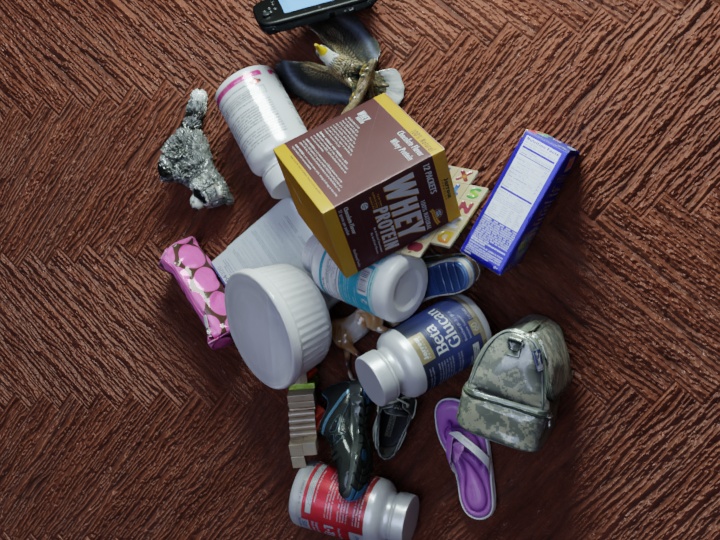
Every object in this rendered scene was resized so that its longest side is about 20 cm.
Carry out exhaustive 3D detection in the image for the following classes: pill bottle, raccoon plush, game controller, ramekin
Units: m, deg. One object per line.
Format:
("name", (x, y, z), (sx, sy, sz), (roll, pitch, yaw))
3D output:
("pill bottle", (-0.150, -0.228, 1.560), (0.113, 0.113, 0.201), (-33, 76, 21))
("pill bottle", (-0.009, 0.390, 1.560), (0.199, 0.112, 0.113), (10, 98, 22))
("raccoon plush", (-0.266, -0.204, 1.635), (0.133, 0.097, 0.201), (20, 101, 12))
("pill bottle", (0.000, 0.000, 1.474), (0.199, 0.110, 0.111), (23, 103, 38))
("game controller", (-0.072, -0.428, 1.502), (0.199, 0.042, 0.105), (-16, 46, -5))
("ramekin", (-0.128, 0.082, 1.515), (0.202, 0.094, 0.203), (33, 133, 43))
("pill bottle", (0.095, 0.125, 1.443), (0.199, 0.111, 0.111), (-28, 82, -22))

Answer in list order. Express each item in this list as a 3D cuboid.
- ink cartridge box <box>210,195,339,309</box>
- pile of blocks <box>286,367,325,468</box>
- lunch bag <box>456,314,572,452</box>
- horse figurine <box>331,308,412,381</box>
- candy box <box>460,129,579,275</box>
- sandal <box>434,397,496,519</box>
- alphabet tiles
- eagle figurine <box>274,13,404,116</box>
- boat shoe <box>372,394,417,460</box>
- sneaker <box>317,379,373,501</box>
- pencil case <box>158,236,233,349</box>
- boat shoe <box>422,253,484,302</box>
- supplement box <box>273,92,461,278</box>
("ink cartridge box", (-0.131, 0.005, 1.618), (0.200, 0.043, 0.197), (-38, 82, 22))
("pile of blocks", (-0.087, 0.231, 1.597), (0.062, 0.082, 0.201), (-5, 77, 8))
("lunch bag", (0.236, 0.156, 1.395), (0.139, 0.200, 0.169), (14, 101, 20))
("horse figurine", (0.009, 0.105, 1.565), (0.200, 0.050, 0.133), (-33, 88, 23))
("candy box", (0.239, -0.104, 1.389), (0.077, 0.169, 0.201), (32, 104, 13))
("sandal", (0.172, 0.303, 1.513), (0.082, 0.050, 0.204), (-21, 86, 22))
("alphabet tiles", (0.095, -0.097, 1.451), (0.166, 0.200, 0.006), (15, 143, 31))
("eagle figurine", (-0.036, -0.333, 1.523), (0.151, 0.151, 0.200), (-28, 41, -15))
("boat shoe", (0.063, 0.212, 1.526), (0.070, 0.064, 0.201), (9, 109, -2))
("sneaker", (-0.025, 0.277, 1.534), (0.081, 0.073, 0.201), (-7, 59, 17))
("pencil case", (-0.279, 0.039, 1.652), (0.200, 0.093, 0.091), (54, 128, 12))
("boat shoe", (0.114, 0.011, 1.497), (0.199, 0.072, 0.073), (-3, 103, 45))
("supplement box", (0.009, -0.132, 1.415), (0.199, 0.133, 0.197), (-28, 43, -9))
